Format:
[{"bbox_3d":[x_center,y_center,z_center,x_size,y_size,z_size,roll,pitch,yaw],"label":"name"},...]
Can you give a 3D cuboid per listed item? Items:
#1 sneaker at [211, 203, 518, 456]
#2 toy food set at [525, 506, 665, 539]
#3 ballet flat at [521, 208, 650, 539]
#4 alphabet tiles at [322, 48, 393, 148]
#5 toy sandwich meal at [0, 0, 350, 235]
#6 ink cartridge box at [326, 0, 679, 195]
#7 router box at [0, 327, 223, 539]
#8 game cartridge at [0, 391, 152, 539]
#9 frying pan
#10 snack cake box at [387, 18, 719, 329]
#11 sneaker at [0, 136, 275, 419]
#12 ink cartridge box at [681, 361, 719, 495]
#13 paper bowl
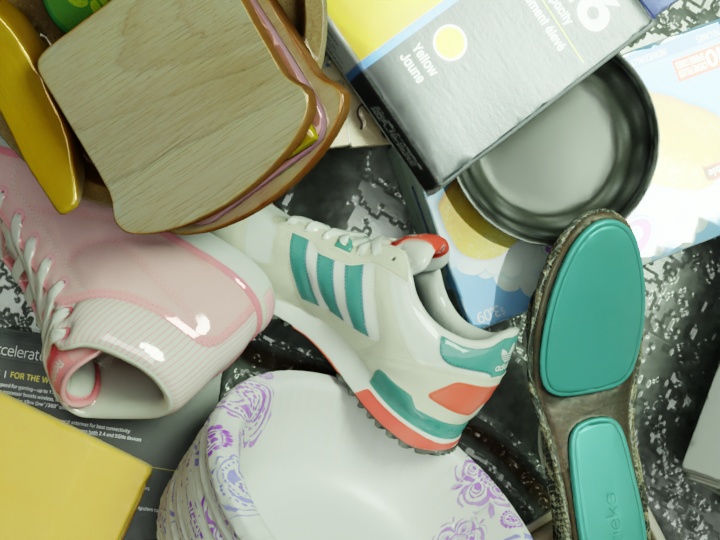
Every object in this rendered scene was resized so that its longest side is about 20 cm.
[{"bbox_3d":[0.000,0.000,0.753,0.200,0.070,0.094,44,113,12],"label":"sneaker"},{"bbox_3d":[0.101,0.229,0.790,0.198,0.060,0.145,-29,91,-8],"label":"toy food set"},{"bbox_3d":[0.114,0.068,0.750,0.067,0.075,0.203,-7,97,-16],"label":"ballet flat"},{"bbox_3d":[-0.033,-0.161,0.720,0.164,0.006,0.203,-7,88,-13],"label":"alphabet tiles"},{"bbox_3d":[-0.105,-0.111,0.656,0.202,0.070,0.209,2,101,7],"label":"toy sandwich meal"},{"bbox_3d":[0.057,-0.177,0.715,0.199,0.047,0.199,-37,93,-9],"label":"ink cartridge box"},{"bbox_3d":[-0.179,0.110,0.751,0.197,0.051,0.152,10,77,-8],"label":"router box"},{"bbox_3d":[-0.228,0.135,0.696,0.198,0.032,0.178,26,77,-1],"label":"game cartridge"},{"bbox_3d":[0.072,-0.093,0.750,0.189,0.031,0.115,37,83,1],"label":"frying pan"},{"bbox_3d":[0.128,-0.051,0.804,0.197,0.067,0.117,-21,89,-8],"label":"snack cake box"},{"bbox_3d":[-0.151,0.005,0.722,0.198,0.076,0.105,27,53,14],"label":"sneaker"},{"bbox_3d":[0.279,0.048,0.783,0.146,0.082,0.203,26,83,-39],"label":"ink cartridge box"},{"bbox_3d":[-0.011,0.154,0.706,0.199,0.201,0.105,34,114,-5],"label":"paper bowl"}]
